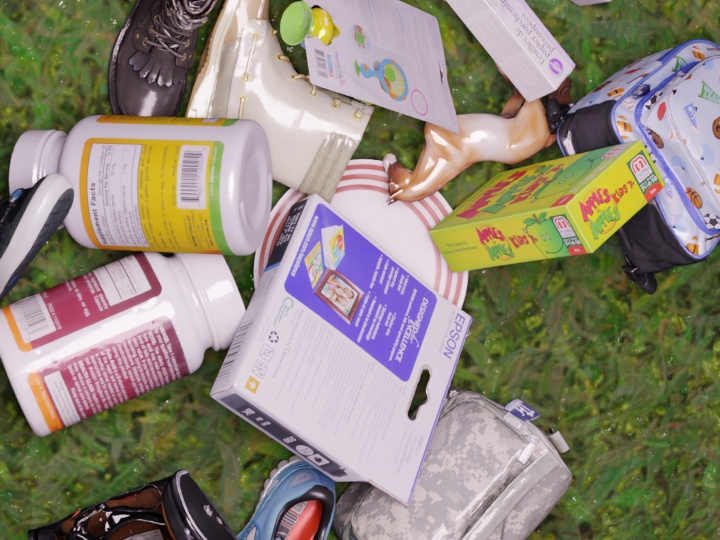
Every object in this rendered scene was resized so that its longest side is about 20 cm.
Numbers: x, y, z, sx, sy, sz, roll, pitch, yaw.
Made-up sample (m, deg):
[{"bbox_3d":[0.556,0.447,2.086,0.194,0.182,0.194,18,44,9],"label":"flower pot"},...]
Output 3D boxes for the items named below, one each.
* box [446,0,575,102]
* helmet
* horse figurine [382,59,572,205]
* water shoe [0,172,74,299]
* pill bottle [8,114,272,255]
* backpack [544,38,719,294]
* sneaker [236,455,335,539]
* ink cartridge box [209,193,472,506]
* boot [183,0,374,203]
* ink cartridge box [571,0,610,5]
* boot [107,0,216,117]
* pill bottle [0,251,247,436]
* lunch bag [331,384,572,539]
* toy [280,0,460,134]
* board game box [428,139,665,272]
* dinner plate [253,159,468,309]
[{"bbox_3d":[0.106,-0.236,1.380,0.200,0.041,0.039,48,57,-14],"label":"box"},{"bbox_3d":[-0.175,0.279,1.319,0.199,0.200,0.191,-21,86,-12],"label":"helmet"},{"bbox_3d":[0.110,-0.137,1.431,0.199,0.050,0.133,-8,79,-14],"label":"horse figurine"},{"bbox_3d":[-0.300,-0.028,1.278,0.079,0.200,0.072,41,45,-6],"label":"water shoe"},{"bbox_3d":[-0.181,-0.072,1.312,0.199,0.111,0.112,3,95,12],"label":"pill bottle"},{"bbox_3d":[0.290,-0.116,1.429,0.191,0.154,0.200,-45,112,-42],"label":"backpack"},{"bbox_3d":[-0.083,0.261,1.405,0.078,0.090,0.201,26,91,-15],"label":"sneaker"},{"bbox_3d":[-0.011,0.071,1.358,0.200,0.043,0.199,37,57,-25],"label":"ink cartridge box"},{"bbox_3d":[-0.059,-0.170,1.372,0.154,0.072,0.201,19,96,-6],"label":"boot"},{"bbox_3d":[0.163,-0.347,1.417,0.199,0.084,0.145,28,88,-14],"label":"ink cartridge box"},{"bbox_3d":[-0.154,-0.205,1.301,0.069,0.174,0.201,13,91,-15],"label":"boot"},{"bbox_3d":[-0.202,0.051,1.343,0.199,0.114,0.115,-23,100,-11],"label":"pill bottle"},{"bbox_3d":[0.087,0.207,1.405,0.139,0.168,0.200,45,83,-14],"label":"lunch bag"},{"bbox_3d":[0.002,-0.181,1.341,0.200,0.047,0.116,15,60,-53],"label":"toy"},{"bbox_3d":[0.157,-0.052,1.371,0.102,0.200,0.048,-40,105,-27],"label":"board game box"},{"bbox_3d":[0.000,0.000,1.438,0.199,0.024,0.201,-1,95,-16],"label":"dinner plate"}]
